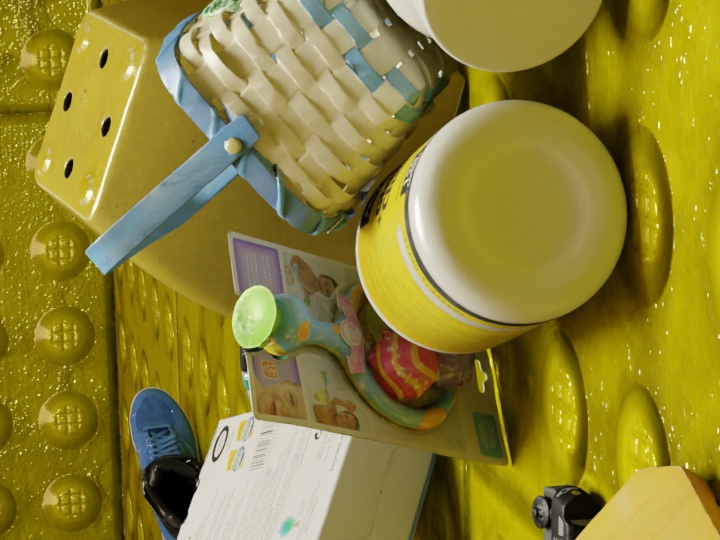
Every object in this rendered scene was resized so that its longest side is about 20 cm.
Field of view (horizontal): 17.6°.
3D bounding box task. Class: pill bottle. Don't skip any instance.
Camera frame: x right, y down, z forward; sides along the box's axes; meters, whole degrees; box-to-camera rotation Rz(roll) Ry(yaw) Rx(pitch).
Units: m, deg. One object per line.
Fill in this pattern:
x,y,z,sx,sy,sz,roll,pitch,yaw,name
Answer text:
0.060,-0.016,1.218,0.200,0.112,0.112,144,122,-75,pill bottle
0.053,-0.185,1.193,0.200,0.116,0.116,-114,24,-57,pill bottle

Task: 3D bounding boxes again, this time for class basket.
-0.053,-0.079,1.256,0.139,0.200,0.176,45,-164,-2,basket

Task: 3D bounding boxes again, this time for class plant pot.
-0.087,-0.077,1.470,0.194,0.200,0.196,32,105,59,plant pot

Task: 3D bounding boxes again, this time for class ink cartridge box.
-0.050,0.162,1.558,0.200,0.076,0.137,-17,46,46,ink cartridge box

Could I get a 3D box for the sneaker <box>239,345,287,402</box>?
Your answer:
-0.042,0.087,1.727,0.088,0.074,0.200,-97,-9,-60,sneaker

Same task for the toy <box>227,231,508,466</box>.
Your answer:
0.017,0.041,1.332,0.047,0.200,0.115,-34,56,41,toy

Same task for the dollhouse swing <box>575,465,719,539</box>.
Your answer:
0.148,0.225,1.066,0.182,0.176,0.200,45,-168,-32,dollhouse swing

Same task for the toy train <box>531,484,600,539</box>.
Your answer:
0.115,0.213,1.225,0.046,0.034,0.200,-174,81,-65,toy train

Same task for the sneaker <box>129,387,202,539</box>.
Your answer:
-0.215,0.212,2.619,0.111,0.077,0.200,101,158,-67,sneaker
